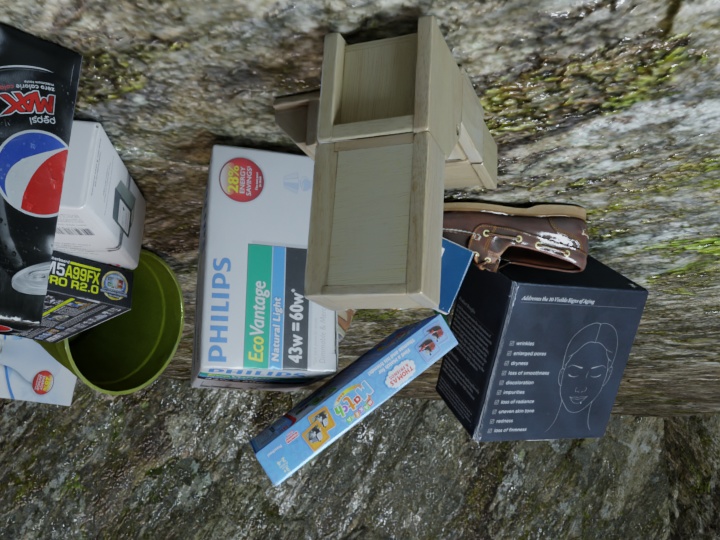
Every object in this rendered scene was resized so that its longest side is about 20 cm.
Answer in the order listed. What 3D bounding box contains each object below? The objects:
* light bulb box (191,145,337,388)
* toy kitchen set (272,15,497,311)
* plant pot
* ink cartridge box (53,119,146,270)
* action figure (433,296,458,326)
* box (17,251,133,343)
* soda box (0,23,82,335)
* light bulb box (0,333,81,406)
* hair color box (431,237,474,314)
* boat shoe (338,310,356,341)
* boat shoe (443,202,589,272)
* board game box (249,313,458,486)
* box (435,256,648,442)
[{"bbox_3d":[-0.101,0.011,0.706,0.121,0.205,0.200,4,166,-16],"label":"light bulb box"},{"bbox_3d":[0.005,-0.048,0.538,0.159,0.186,0.199,-2,165,23],"label":"toy kitchen set"},{"bbox_3d":[-0.398,0.061,1.042,0.189,0.206,0.199,7,170,35],"label":"plant pot"},{"bbox_3d":[-0.307,-0.071,0.700,0.141,0.087,0.200,5,164,-4],"label":"ink cartridge box"},{"bbox_3d":[0.111,0.015,0.926,0.053,0.121,0.201,-11,155,2],"label":"action figure"},{"bbox_3d":[-0.370,0.028,0.785,0.197,0.046,0.158,-20,152,41],"label":"box"},{"bbox_3d":[-0.251,-0.062,0.500,0.062,0.206,0.070,14,162,-38],"label":"soda box"},{"bbox_3d":[-0.546,0.095,1.108,0.122,0.204,0.198,5,169,35],"label":"light bulb box"},{"bbox_3d":[0.052,-0.004,0.695,0.098,0.062,0.200,24,-179,6],"label":"hair color box"},{"bbox_3d":[-0.062,0.027,1.040,0.075,0.072,0.201,33,165,35],"label":"boat shoe"},{"bbox_3d":[0.150,-0.034,0.772,0.194,0.073,0.070,2,169,10],"label":"boat shoe"},{"bbox_3d":[-0.013,0.118,0.664,0.198,0.037,0.151,-36,178,-14],"label":"board game box"},{"bbox_3d":[0.218,0.090,0.871,0.195,0.202,0.124,4,-159,-22],"label":"box"}]
